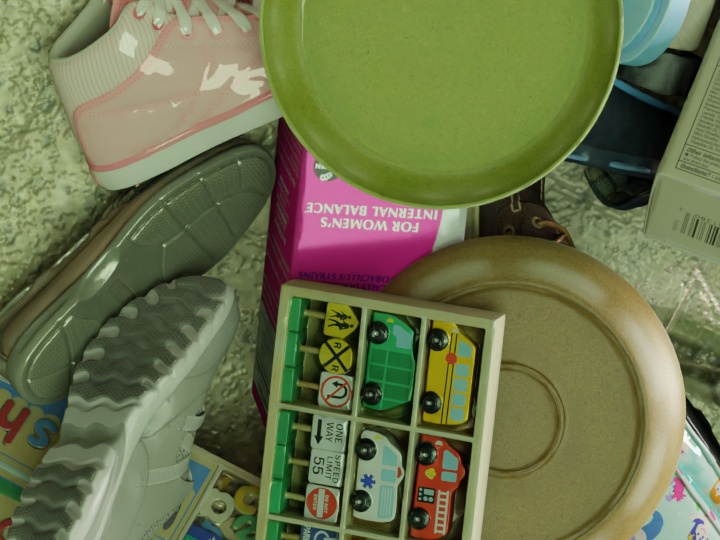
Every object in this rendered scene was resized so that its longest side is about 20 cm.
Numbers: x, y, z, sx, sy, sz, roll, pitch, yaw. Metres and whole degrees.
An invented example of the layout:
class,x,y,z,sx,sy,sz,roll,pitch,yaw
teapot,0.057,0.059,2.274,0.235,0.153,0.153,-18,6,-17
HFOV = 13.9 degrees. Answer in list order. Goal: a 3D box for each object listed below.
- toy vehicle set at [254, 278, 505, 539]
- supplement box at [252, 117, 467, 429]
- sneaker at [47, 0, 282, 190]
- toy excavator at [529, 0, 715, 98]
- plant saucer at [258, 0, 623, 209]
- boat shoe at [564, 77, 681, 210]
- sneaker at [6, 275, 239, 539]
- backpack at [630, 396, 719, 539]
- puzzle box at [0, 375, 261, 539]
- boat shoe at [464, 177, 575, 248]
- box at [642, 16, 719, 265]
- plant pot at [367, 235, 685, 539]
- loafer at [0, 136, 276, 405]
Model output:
class,x,y,z,sx,sy,sz,roll,pitch,yaw
toy vehicle set,0.008,0.113,1.636,0.123,0.027,0.202,8,101,14
supplement box,0.000,0.000,1.710,0.100,0.103,0.201,2,109,-11
sneaker,-0.084,-0.134,1.661,0.199,0.075,0.105,-27,117,3
toy excavator,0.087,-0.185,1.659,0.199,0.194,0.100,7,109,-43
plant saucer,0.045,-0.134,1.607,0.198,0.031,0.202,0,92,7
boat shoe,0.152,-0.068,1.716,0.199,0.084,0.069,22,88,-36
sneaker,-0.125,0.095,1.659,0.082,0.074,0.201,44,71,-44
backpack,0.124,0.154,1.764,0.199,0.151,0.178,-31,125,9
puzzle box,-0.155,0.143,1.688,0.199,0.025,0.134,26,69,8
boat shoe,0.098,-0.003,1.710,0.072,0.072,0.201,1,77,25
box,0.236,-0.103,1.658,0.094,0.078,0.201,22,65,9
plant pot,0.082,0.082,1.652,0.198,0.027,0.202,1,99,6
loafer,-0.138,-0.012,1.697,0.200,0.063,0.072,-44,139,-11
